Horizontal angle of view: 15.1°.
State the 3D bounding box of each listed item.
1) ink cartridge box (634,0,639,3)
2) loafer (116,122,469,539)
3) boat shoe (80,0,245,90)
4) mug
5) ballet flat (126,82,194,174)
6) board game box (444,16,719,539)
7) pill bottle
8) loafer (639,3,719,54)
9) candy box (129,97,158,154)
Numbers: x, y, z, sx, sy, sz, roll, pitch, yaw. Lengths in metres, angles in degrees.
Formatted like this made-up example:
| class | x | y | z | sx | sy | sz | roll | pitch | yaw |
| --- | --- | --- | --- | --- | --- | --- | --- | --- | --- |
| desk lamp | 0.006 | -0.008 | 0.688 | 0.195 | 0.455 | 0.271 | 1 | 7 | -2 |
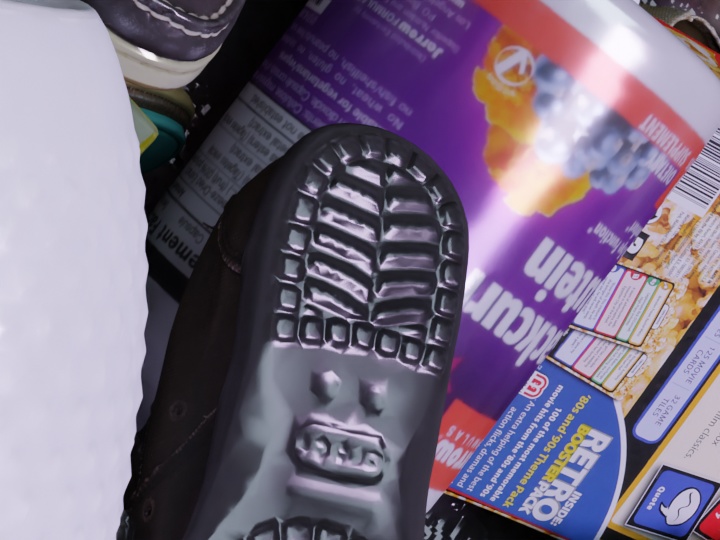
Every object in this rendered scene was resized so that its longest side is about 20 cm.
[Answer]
| class | x | y | z | sx | sy | sz | roll | pitch | yaw |
| --- | --- | --- | --- | --- | --- | --- | --- | --- | --- |
| ink cartridge box | 0.000 | -0.148 | 0.834 | 0.200 | 0.067 | 0.116 | 29 | 65 | -28 |
| loafer | -0.025 | 0.066 | 0.653 | 0.073 | 0.071 | 0.201 | 23 | 75 | -25 |
| boat shoe | -0.040 | -0.135 | 0.689 | 0.073 | 0.065 | 0.201 | 27 | 47 | -27 |
| mug | -0.109 | 0.017 | 0.616 | 0.200 | 0.147 | 0.176 | -5 | 111 | -66 |
| ballet flat | -0.134 | -0.053 | 0.725 | 0.199 | 0.069 | 0.063 | -6 | 68 | -38 |
| board game box | 0.130 | 0.031 | 0.857 | 0.200 | 0.046 | 0.152 | 26 | 108 | -29 |
| pill bottle | 0.000 | 0.000 | 0.746 | 0.111 | 0.111 | 0.200 | 35 | 93 | -26 |
| loafer | 0.125 | -0.009 | 0.900 | 0.200 | 0.067 | 0.076 | 46 | 59 | -21 |
| candy box | -0.149 | 0.002 | 0.675 | 0.200 | 0.026 | 0.102 | -48 | 123 | -11 |
